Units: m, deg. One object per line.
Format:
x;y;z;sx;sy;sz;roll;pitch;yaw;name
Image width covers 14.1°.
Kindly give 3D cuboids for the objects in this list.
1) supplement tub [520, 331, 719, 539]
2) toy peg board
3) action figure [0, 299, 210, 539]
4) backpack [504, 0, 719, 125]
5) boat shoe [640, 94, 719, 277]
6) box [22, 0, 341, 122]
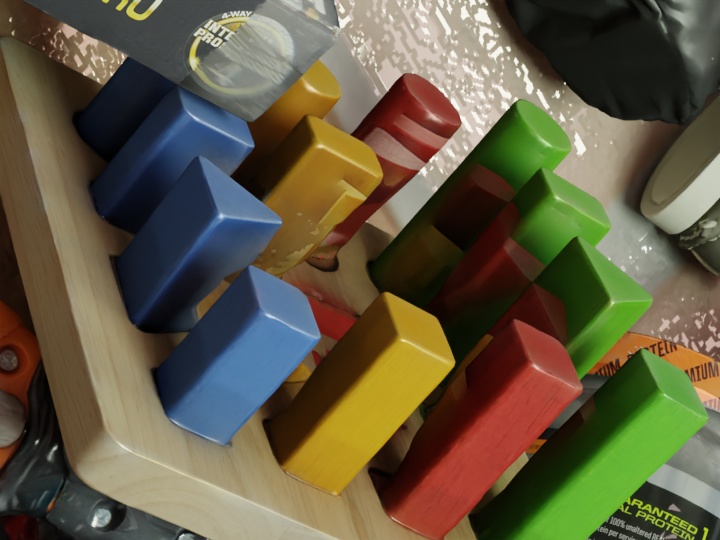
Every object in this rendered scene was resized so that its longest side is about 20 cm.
0.073;0.129;0.994;0.122;0.122;0.201;37;62;-30;supplement tub
0.000;0.000;0.901;0.199;0.098;0.200;27;25;-34;toy peg board
-0.100;0.081;0.873;0.193;0.104;0.201;18;71;-27;action figure
0.125;-0.172;1.082;0.200;0.126;0.167;-49;131;-29;backpack
0.196;-0.075;1.098;0.060;0.202;0.072;41;17;-13;boat shoe
-0.091;-0.155;0.889;0.161;0.049;0.201;30;33;-33;box
